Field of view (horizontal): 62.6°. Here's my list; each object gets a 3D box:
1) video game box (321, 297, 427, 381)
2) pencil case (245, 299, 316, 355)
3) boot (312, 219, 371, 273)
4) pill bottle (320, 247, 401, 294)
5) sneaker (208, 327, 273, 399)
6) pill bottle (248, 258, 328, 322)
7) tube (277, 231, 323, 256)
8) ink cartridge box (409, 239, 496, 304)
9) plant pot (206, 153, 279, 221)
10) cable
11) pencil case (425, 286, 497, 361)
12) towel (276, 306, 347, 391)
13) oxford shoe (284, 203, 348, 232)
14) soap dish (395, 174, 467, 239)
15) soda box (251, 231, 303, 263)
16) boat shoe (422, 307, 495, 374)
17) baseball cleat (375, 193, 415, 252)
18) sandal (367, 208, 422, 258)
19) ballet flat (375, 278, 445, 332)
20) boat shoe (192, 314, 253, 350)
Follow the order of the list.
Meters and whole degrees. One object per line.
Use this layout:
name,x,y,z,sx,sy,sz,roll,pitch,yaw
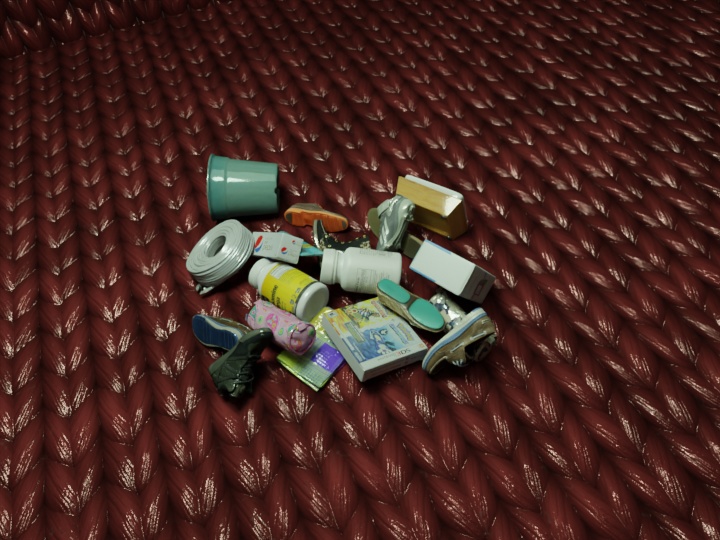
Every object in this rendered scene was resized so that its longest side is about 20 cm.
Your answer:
video game box,0.032,0.157,1.420,0.182,0.047,0.200,-13,46,-31
pencil case,-0.195,0.135,1.433,0.087,0.088,0.200,-39,37,-25
boot,-0.051,-0.069,1.642,0.150,0.073,0.200,-12,52,-3
pill bottle,0.000,0.000,1.524,0.200,0.114,0.114,7,48,-3
sneaker,-0.262,0.222,1.370,0.199,0.076,0.114,-41,57,15
pill bottle,-0.189,0.047,1.529,0.200,0.113,0.112,27,57,28
tube,-0.174,-0.063,1.618,0.077,0.050,0.200,-9,20,-32
ink cartridge box,0.230,0.006,1.453,0.144,0.200,0.085,30,94,27
plant pot,-0.342,-0.246,1.766,0.196,0.200,0.200,0,48,-3
cable,-0.386,-0.050,1.627,0.200,0.069,0.200,-29,40,14
pencil case,0.240,0.130,1.420,0.078,0.090,0.200,-32,53,-20
towel,-0.091,0.183,1.444,0.144,0.023,0.200,33,59,20
oxford shoe,-0.122,-0.166,1.741,0.200,0.071,0.073,13,46,18
soap dish,0.197,-0.174,1.661,0.200,0.157,0.081,26,73,26
soda box,-0.231,-0.062,1.587,0.200,0.064,0.068,7,81,56
boat shoe,0.219,0.176,1.328,0.072,0.200,0.072,2,43,-52
baseball cleat,0.076,-0.112,1.621,0.106,0.070,0.200,35,99,33
sandal,0.113,-0.105,1.675,0.212,0.078,0.070,40,31,26
ballet flat,0.120,0.092,1.439,0.200,0.065,0.070,38,61,23
boat shoe,-0.343,0.154,1.482,0.200,0.072,0.072,17,20,38
